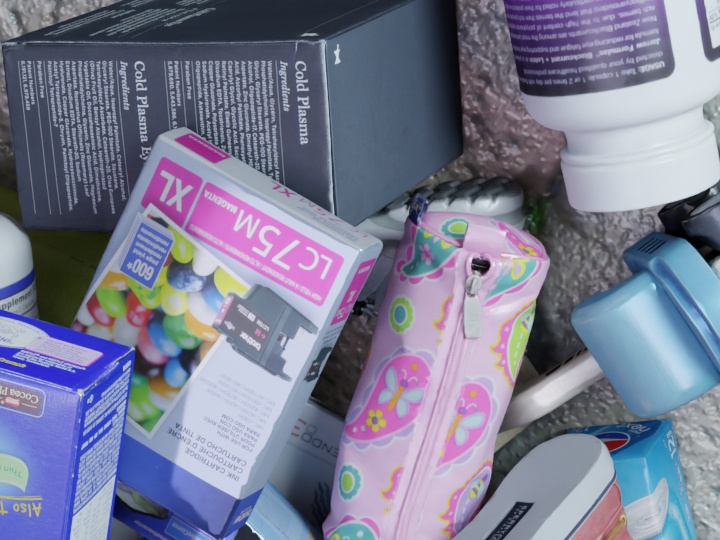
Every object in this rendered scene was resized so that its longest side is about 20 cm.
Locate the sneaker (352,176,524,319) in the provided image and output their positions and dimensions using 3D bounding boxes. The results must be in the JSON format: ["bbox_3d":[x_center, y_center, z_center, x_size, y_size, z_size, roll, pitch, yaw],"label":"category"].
[{"bbox_3d":[0.000,0.000,1.215,0.200,0.075,0.082,-5,104,23],"label":"sneaker"}]

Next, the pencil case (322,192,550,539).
[{"bbox_3d":[0.041,0.065,1.140,0.087,0.087,0.200,19,102,15],"label":"pencil case"}]

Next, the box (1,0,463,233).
[{"bbox_3d":[-0.062,-0.091,1.140,0.182,0.200,0.104,2,106,23],"label":"box"}]

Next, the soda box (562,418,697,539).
[{"bbox_3d":[0.162,0.191,1.220,0.068,0.064,0.200,-8,105,24],"label":"soda box"}]

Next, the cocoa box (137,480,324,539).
[{"bbox_3d":[-0.050,0.217,1.148,0.131,0.133,0.200,-44,92,4],"label":"cocoa box"}]

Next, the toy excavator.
[{"bbox_3d":[0.143,0.039,1.147,0.200,0.194,0.100,-33,94,0],"label":"toy excavator"}]

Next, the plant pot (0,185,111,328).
[{"bbox_3d":[-0.191,0.042,1.263,0.200,0.187,0.187,12,112,2],"label":"plant pot"}]

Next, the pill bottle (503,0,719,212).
[{"bbox_3d":[0.131,-0.137,1.095,0.111,0.111,0.200,-6,105,24],"label":"pill bottle"}]

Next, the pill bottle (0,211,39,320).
[{"bbox_3d":[-0.226,0.031,1.118,0.112,0.112,0.200,3,108,21],"label":"pill bottle"}]

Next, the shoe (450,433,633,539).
[{"bbox_3d":[0.079,0.179,1.105,0.071,0.200,0.091,2,125,47],"label":"shoe"}]

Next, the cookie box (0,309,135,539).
[{"bbox_3d":[-0.211,0.118,1.039,0.171,0.075,0.200,15,110,13],"label":"cookie box"}]

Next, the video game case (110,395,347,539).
[{"bbox_3d":[-0.072,0.162,1.231,0.182,0.022,0.200,29,99,-14],"label":"video game case"}]

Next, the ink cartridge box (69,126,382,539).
[{"bbox_3d":[-0.085,0.046,1.043,0.119,0.042,0.200,30,108,12],"label":"ink cartridge box"}]
